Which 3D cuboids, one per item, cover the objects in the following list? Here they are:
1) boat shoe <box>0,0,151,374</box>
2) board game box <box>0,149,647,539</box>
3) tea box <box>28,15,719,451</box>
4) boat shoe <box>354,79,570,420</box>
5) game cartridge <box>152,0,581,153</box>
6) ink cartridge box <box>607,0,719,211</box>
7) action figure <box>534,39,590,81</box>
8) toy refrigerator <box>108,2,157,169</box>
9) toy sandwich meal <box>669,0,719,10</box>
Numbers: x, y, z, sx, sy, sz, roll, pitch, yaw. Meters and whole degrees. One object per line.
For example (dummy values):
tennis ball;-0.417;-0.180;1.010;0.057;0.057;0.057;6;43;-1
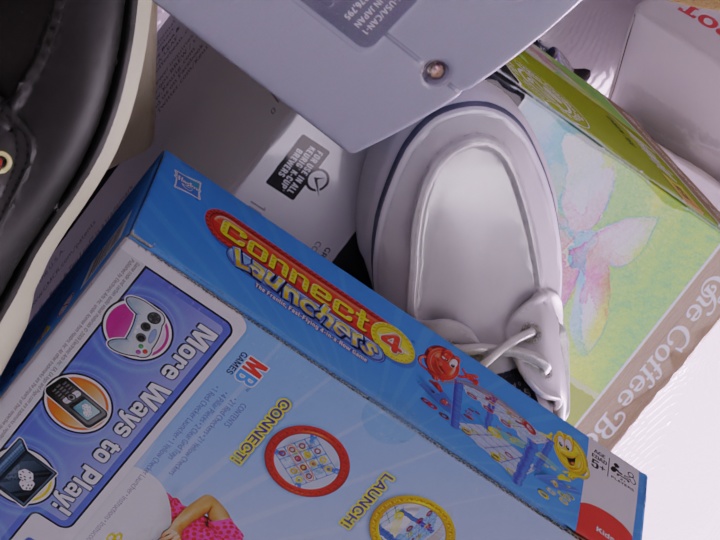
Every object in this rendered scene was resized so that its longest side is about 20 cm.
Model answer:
boat shoe;-0.122;-0.038;0.894;0.063;0.074;0.202;11;116;-37
board game box;-0.042;0.092;0.965;0.200;0.196;0.056;-49;-167;30
tea box;0.000;0.000;1.071;0.197;0.134;0.200;31;103;-30
boat shoe;0.044;0.033;0.986;0.073;0.065;0.201;-14;119;-11
game cartridge;0.028;-0.136;0.900;0.133;0.041;0.200;39;110;-19
ink cartridge box;0.198;-0.072;1.308;0.200;0.128;0.125;-38;154;-37
action figure;0.018;-0.062;1.208;0.193;0.104;0.201;-28;118;-37
toy refrigerator;-0.114;-0.117;0.952;0.070;0.076;0.200;-29;148;-26
toy sandwich meal;0.156;-0.172;1.088;0.204;0.070;0.205;5;150;3
